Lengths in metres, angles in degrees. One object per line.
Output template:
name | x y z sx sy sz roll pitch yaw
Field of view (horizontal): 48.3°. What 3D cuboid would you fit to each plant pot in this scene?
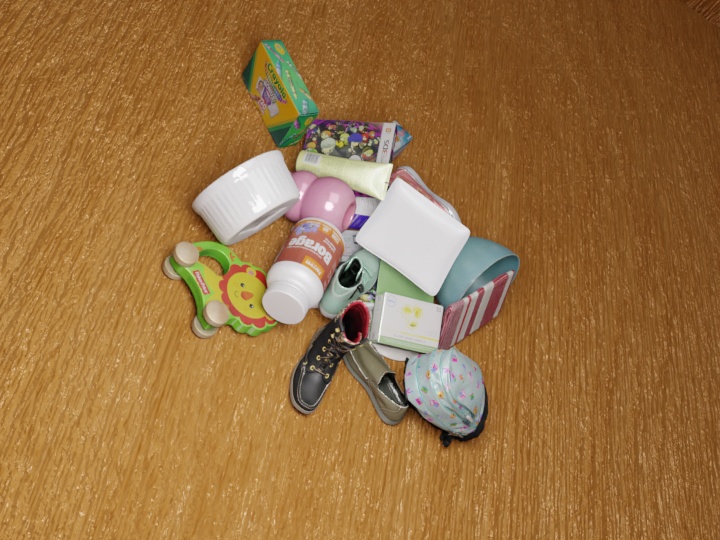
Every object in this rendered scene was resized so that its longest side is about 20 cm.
plant pot | 0.229 0.003 1.747 0.199 0.201 0.135 -20 54 -40

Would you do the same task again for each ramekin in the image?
ramekin | -0.210 -0.133 1.527 0.200 0.200 0.098 -33 89 -42

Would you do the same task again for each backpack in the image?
backpack | 0.167 0.228 1.557 0.200 0.126 0.168 40 36 -43

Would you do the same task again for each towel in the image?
towel | 0.242 0.084 1.707 0.199 0.145 0.023 -28 57 -33

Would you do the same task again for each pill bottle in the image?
pill bottle | -0.110 0.001 1.521 0.112 0.112 0.201 34 46 -11

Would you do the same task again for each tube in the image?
tube | -0.035 -0.203 1.668 0.198 0.058 0.052 14 44 14

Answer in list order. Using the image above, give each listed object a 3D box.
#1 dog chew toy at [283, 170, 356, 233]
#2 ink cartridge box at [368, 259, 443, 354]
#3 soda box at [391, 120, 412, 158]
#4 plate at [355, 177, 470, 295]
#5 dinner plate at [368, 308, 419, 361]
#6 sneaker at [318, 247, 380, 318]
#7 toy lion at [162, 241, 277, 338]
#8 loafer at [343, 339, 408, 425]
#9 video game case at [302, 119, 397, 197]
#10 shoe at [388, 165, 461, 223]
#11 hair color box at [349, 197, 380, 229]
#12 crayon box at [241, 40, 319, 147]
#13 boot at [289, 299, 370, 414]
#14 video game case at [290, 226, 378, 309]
dog chew toy | -0.110 -0.148 1.640 0.199 0.125 0.125 24 45 16
ink cartridge box | 0.100 0.062 1.637 0.145 0.048 0.202 15 79 -27
soda box | 0.038 -0.272 1.856 0.064 0.068 0.200 44 45 3
plate | 0.108 -0.067 1.655 0.199 0.032 0.200 35 55 -3
dinner plate | 0.071 0.093 1.682 0.199 0.024 0.202 16 55 -24
sneaker | 0.000 0.000 1.580 0.074 0.118 0.201 36 50 2
toy lion | -0.243 0.033 1.493 0.191 0.069 0.201 -16 71 -46
loafer | 0.037 0.199 1.559 0.075 0.070 0.201 -26 78 -41
video game case | -0.030 -0.244 1.735 0.198 0.036 0.183 5 62 11
shoe | 0.127 -0.136 1.754 0.200 0.072 0.091 47 50 7
hair color box | 0.042 -0.145 1.788 0.199 0.065 0.110 5 58 -29
crayon box | -0.178 -0.387 1.757 0.058 0.119 0.201 -15 71 -39
boot | -0.054 0.154 1.473 0.073 0.151 0.201 34 48 -10
video game case | -0.038 -0.004 1.655 0.198 0.023 0.183 4 58 -24
